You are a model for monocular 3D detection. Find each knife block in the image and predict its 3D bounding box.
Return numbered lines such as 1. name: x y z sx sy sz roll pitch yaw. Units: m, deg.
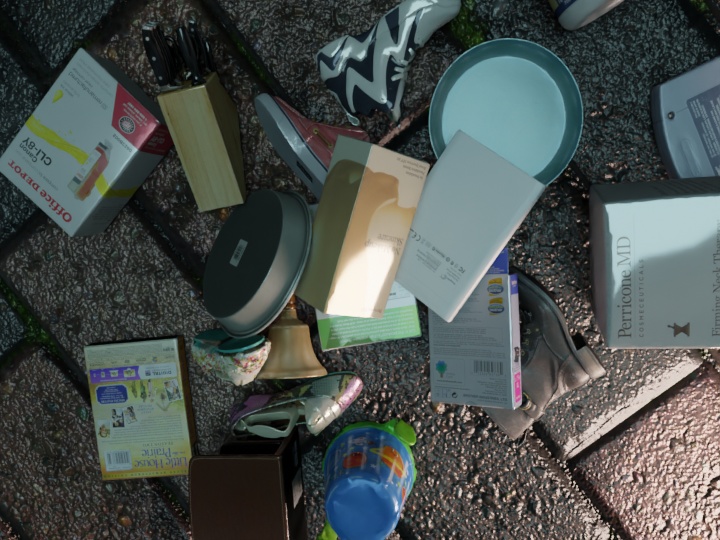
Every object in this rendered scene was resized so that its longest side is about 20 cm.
1. knife block: -0.206 -0.196 0.735 0.063 0.176 0.204 -10 74 7

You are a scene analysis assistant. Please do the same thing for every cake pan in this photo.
1. cake pan: -0.139 -0.016 0.758 0.036 0.200 0.202 26 102 -37

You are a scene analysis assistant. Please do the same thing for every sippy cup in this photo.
1. sippy cup: 0.007 0.293 0.805 0.137 0.130 0.181 -1 97 6

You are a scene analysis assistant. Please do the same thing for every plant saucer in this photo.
1. plant saucer: 0.187 -0.195 0.781 0.196 0.027 0.204 1 97 5

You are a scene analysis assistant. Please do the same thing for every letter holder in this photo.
1. letter holder: -0.157 0.339 0.843 0.139 0.101 0.204 -3 96 8

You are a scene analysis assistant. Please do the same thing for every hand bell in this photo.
1. hand bell: -0.099 0.042 0.821 0.102 0.104 0.204 -2 84 6

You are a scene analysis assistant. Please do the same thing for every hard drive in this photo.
1. hard drive: 0.119 -0.057 0.753 0.131 0.027 0.201 38 100 20

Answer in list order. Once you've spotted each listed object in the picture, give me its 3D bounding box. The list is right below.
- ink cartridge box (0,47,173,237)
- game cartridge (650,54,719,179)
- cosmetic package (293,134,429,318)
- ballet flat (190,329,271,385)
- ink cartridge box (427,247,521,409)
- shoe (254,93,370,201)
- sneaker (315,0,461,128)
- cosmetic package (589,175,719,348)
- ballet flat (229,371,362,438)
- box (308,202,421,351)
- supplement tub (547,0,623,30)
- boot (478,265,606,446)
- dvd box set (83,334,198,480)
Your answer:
1. ink cartridge box: -0.365 -0.166 0.809 0.145 0.083 0.200 42 99 -1
2. game cartridge: 0.453 -0.160 0.756 0.131 0.041 0.203 -24 94 4
3. cosmetic package: 0.001 -0.050 0.724 0.071 0.104 0.203 27 105 47
4. ballet flat: -0.165 0.115 0.784 0.075 0.199 0.065 -20 100 -30
5. ink cartridge box: 0.147 0.073 0.782 0.118 0.042 0.204 -2 93 34
6. shoe: -0.052 -0.169 0.790 0.090 0.072 0.201 -34 76 -17
7. sneaker: 0.051 -0.255 0.761 0.196 0.080 0.131 -23 95 8
8. cosmetic package: 0.377 -0.015 0.693 0.196 0.166 0.171 -3 103 16
9. ballet flat: -0.090 0.197 0.830 0.196 0.072 0.070 -13 125 7
10. box: 0.000 0.000 0.819 0.142 0.036 0.204 -8 95 6
11. supplement tub: 0.256 -0.406 0.690 0.143 0.144 0.202 -30 93 8
12. boot: 0.207 0.117 0.799 0.173 0.069 0.201 -38 85 17
13. dvd box set: -0.319 0.201 0.875 0.143 0.029 0.204 -6 95 6
